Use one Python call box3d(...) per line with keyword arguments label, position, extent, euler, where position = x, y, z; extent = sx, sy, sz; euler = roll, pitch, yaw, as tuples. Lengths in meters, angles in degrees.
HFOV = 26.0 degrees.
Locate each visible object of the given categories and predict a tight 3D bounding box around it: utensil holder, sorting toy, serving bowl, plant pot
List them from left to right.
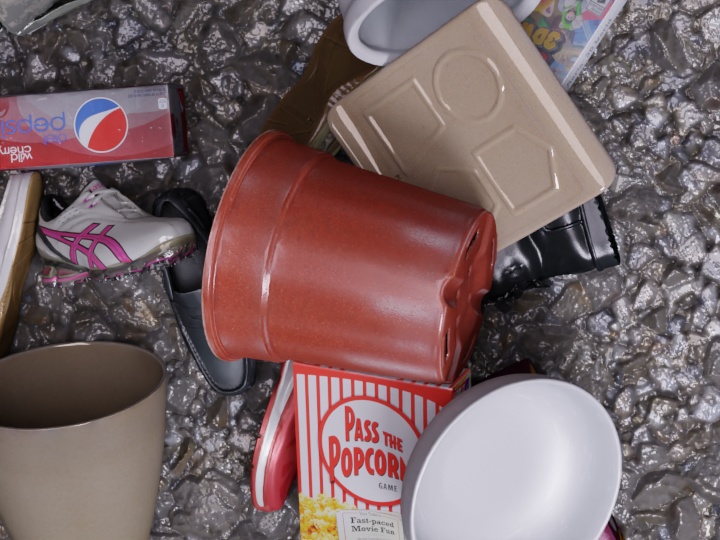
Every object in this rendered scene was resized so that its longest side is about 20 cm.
box3d(label="plant pot", position=(-0.259, 0.192, 1.420), extent=(0.187, 0.187, 0.200), euler=(-1, 110, 6))
box3d(label="plant pot", position=(0.000, 0.000, 1.290), extent=(0.195, 0.201, 0.201), euler=(13, 98, 17))
box3d(label="utensil holder", position=(0.042, -0.296, 1.298), extent=(0.170, 0.170, 0.200), euler=(-20, 72, 8))
box3d(label="sorting toy", position=(0.092, -0.109, 1.317), extent=(0.200, 0.036, 0.185), euler=(-32, 96, 36))
box3d(label="serving bowl", position=(0.114, 0.172, 1.284), extent=(0.200, 0.066, 0.200), euler=(-10, 112, -25))

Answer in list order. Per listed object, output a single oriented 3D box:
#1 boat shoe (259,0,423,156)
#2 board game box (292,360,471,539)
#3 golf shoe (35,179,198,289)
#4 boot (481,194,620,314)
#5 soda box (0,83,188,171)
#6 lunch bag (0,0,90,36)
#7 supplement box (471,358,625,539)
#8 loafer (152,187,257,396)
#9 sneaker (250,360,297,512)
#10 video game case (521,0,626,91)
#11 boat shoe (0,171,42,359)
box3d(label="boat shoe", position=(-0.012, -0.168, 1.403), extent=(0.200, 0.063, 0.073), euler=(-48, 60, 8))
box3d(label="board game box", position=(0.020, 0.173, 1.360), extent=(0.151, 0.046, 0.200), euler=(7, 112, 25))
box3d(label="golf shoe", position=(-0.226, -0.035, 1.391), extent=(0.200, 0.073, 0.092), euler=(-5, 98, 42))
box3d(label="boot", position=(0.130, -0.064, 1.393), extent=(0.162, 0.073, 0.198), euler=(-16, 93, 14))
box3d(label="soda box", position=(-0.262, -0.130, 1.427), extent=(0.200, 0.063, 0.070), euler=(-3, 96, 7))
box3d(label="lunch bag", position=(-0.261, -0.315, 1.366), extent=(0.200, 0.139, 0.168), euler=(-22, 93, 9))
box3d(label="supplement box", position=(0.160, 0.190, 1.396), extent=(0.086, 0.110, 0.200), euler=(-27, 93, 8))
box3d(label="loafer", position=(-0.147, 0.022, 1.429), extent=(0.068, 0.070, 0.201), euler=(-17, 95, 8))
box3d(label="sneaker", position=(-0.027, 0.137, 1.428), extent=(0.115, 0.078, 0.200), euler=(16, 99, 5))
box3d(label="video game case", position=(0.126, -0.191, 1.366), extent=(0.143, 0.018, 0.200), euler=(38, 101, 31))
box3d(label="boat shoe", position=(-0.347, -0.002, 1.448), extent=(0.069, 0.071, 0.200), euler=(18, 100, 3))
